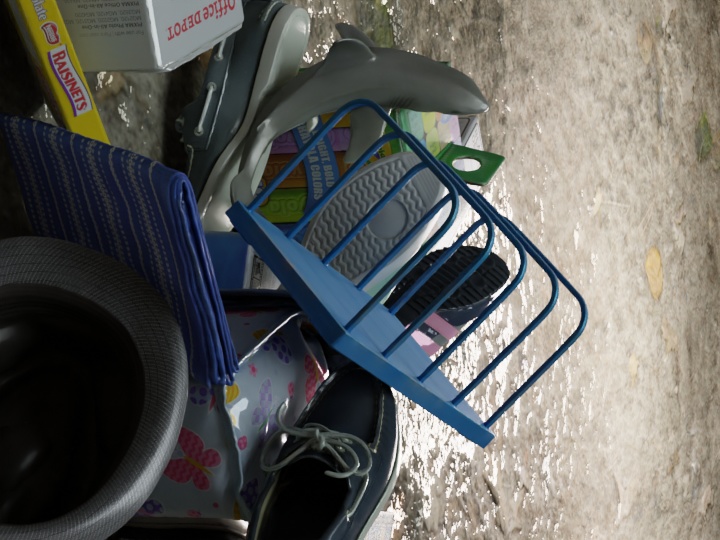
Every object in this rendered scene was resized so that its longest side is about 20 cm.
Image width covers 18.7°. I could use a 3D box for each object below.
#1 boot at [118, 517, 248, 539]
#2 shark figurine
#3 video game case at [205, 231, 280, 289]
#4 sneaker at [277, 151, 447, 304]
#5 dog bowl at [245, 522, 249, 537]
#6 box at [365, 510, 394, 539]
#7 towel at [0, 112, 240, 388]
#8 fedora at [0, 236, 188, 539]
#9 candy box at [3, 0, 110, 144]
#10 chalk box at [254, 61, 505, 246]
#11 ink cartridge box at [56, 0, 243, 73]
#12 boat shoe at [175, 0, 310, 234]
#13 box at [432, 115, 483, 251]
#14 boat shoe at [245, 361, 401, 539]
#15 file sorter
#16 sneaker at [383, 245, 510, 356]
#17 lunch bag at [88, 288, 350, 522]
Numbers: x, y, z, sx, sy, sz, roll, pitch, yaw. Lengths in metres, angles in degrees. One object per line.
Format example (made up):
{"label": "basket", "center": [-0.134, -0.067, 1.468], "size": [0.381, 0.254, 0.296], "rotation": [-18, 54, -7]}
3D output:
{"label": "boot", "center": [-0.117, 0.252, 1.555], "size": [0.204, 0.073, 0.154], "rotation": [35, 60, -62]}
{"label": "shark figurine", "center": [-0.027, -0.125, 1.566], "size": [0.128, 0.214, 0.090], "rotation": [54, -17, 20]}
{"label": "video game case", "center": [-0.085, 0.087, 1.637], "size": [0.181, 0.045, 0.201], "rotation": [34, 62, -69]}
{"label": "sneaker", "center": [-0.001, 0.000, 1.591], "size": [0.201, 0.074, 0.118], "rotation": [-51, 162, 7]}
{"label": "dog bowl", "center": [-0.045, 0.214, 1.461], "size": [0.200, 0.073, 0.201], "rotation": [-172, -90, -88]}
{"label": "box", "center": [-0.022, 0.269, 1.763], "size": [0.200, 0.044, 0.161], "rotation": [33, 64, -75]}
{"label": "towel", "center": [-0.152, -0.013, 1.335], "size": [0.024, 0.200, 0.145], "rotation": [-29, 121, -32]}
{"label": "fedora", "center": [-0.196, 0.090, 1.285], "size": [0.090, 0.176, 0.201], "rotation": [110, -3, -61]}
{"label": "candy box", "center": [-0.203, -0.166, 1.336], "size": [0.102, 0.026, 0.200], "rotation": [50, -18, 52]}
{"label": "chalk box", "center": [0.009, -0.086, 1.700], "size": [0.125, 0.199, 0.124], "rotation": [-49, 133, -60]}
{"label": "ink cartridge box", "center": [-0.153, -0.242, 1.456], "size": [0.145, 0.083, 0.201], "rotation": [-43, 129, -62]}
{"label": "boat shoe", "center": [-0.101, -0.107, 1.606], "size": [0.201, 0.062, 0.073], "rotation": [-68, 161, 1]}
{"label": "box", "center": [0.026, -0.055, 1.853], "size": [0.200, 0.116, 0.060], "rotation": [-63, 145, -50]}
{"label": "boat shoe", "center": [-0.027, 0.131, 1.337], "size": [0.062, 0.075, 0.200], "rotation": [74, 34, -48]}
{"label": "file sorter", "center": [0.039, 0.000, 1.420], "size": [0.139, 0.123, 0.200], "rotation": [50, 8, 38]}
{"label": "sneaker", "center": [0.034, 0.049, 1.736], "size": [0.200, 0.070, 0.082], "rotation": [-28, 145, -29]}
{"label": "lunch bag", "center": [-0.111, 0.075, 1.441], "size": [0.200, 0.169, 0.128], "rotation": [-39, 124, -59]}
